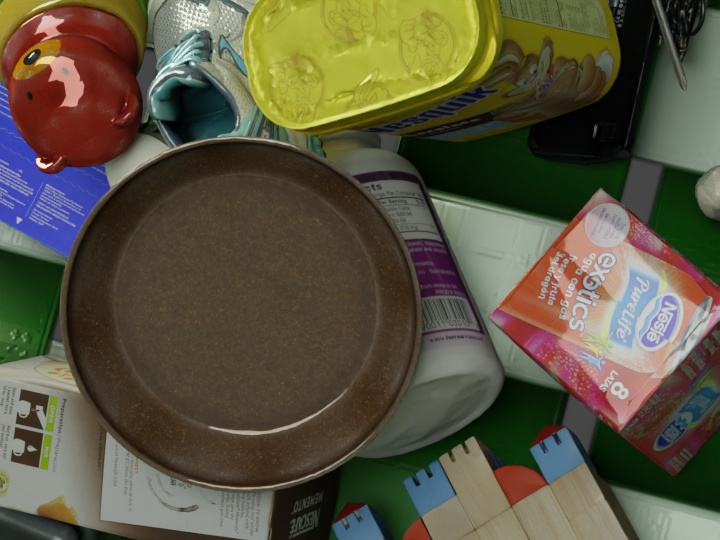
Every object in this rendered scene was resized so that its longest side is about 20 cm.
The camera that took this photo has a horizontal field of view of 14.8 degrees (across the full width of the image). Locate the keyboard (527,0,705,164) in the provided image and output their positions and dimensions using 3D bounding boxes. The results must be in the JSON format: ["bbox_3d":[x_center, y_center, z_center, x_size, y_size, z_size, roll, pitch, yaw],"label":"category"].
[{"bbox_3d":[0.167,-0.158,1.663,0.104,0.040,0.201,8,83,41],"label":"keyboard"}]

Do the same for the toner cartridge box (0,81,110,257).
[{"bbox_3d":[-0.187,-0.064,1.736,0.200,0.043,0.095,29,88,18],"label":"toner cartridge box"}]

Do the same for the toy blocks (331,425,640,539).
[{"bbox_3d":[0.077,0.162,1.603,0.200,0.100,0.137,-32,62,9],"label":"toy blocks"}]

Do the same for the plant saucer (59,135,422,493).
[{"bbox_3d":[-0.065,0.022,1.531,0.200,0.037,0.201,1,103,3],"label":"plant saucer"}]

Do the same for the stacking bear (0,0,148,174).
[{"bbox_3d":[-0.179,-0.142,1.668,0.121,0.114,0.200,-27,44,11],"label":"stacking bear"}]

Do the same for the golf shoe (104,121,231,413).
[{"bbox_3d":[-0.114,-0.004,1.617,0.088,0.077,0.200,-18,58,-23],"label":"golf shoe"}]

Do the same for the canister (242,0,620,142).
[{"bbox_3d":[0.047,-0.126,1.582,0.148,0.200,0.087,-16,82,28],"label":"canister"}]

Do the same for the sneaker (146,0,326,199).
[{"bbox_3d":[-0.086,-0.108,1.609,0.078,0.086,0.200,-51,42,19],"label":"sneaker"}]

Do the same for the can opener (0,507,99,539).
[{"bbox_3d":[-0.257,0.144,1.723,0.199,0.053,0.067,15,119,20],"label":"can opener"}]

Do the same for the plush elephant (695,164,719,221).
[{"bbox_3d":[0.285,-0.040,1.536,0.165,0.155,0.200,-36,72,7],"label":"plush elephant"}]

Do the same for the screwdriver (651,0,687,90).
[{"bbox_3d":[0.167,-0.188,1.634,0.028,0.029,0.200,-31,62,28],"label":"screwdriver"}]

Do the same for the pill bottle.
[{"bbox_3d":[0.000,0.000,1.629,0.112,0.112,0.200,-27,65,10],"label":"pill bottle"}]

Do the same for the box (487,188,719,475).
[{"bbox_3d":[0.155,0.038,1.537,0.100,0.200,0.096,41,92,18],"label":"box"}]

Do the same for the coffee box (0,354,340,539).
[{"bbox_3d":[-0.123,0.111,1.642,0.199,0.114,0.080,12,98,18],"label":"coffee box"}]
